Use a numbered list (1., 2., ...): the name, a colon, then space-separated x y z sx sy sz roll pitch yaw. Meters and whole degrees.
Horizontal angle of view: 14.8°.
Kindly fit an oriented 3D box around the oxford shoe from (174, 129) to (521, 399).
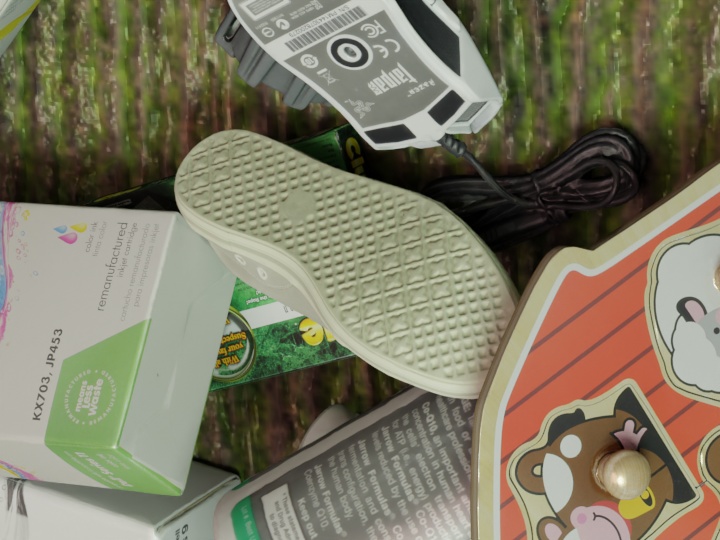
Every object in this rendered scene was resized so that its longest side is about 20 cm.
1. oxford shoe: 0.000 0.000 1.203 0.199 0.075 0.058 30 161 37

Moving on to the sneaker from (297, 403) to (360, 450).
1. sneaker: 0.005 0.167 1.295 0.080 0.070 0.202 13 111 22

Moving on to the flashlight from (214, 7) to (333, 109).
1. flashlight: 0.015 -0.155 1.192 0.201 0.068 0.068 -58 49 34

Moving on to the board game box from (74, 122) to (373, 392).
1. board game box: -0.071 0.004 1.312 0.199 0.023 0.106 -14 97 33

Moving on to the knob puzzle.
1. knob puzzle: 0.130 0.076 1.117 0.030 0.218 0.221 -167 60 -72

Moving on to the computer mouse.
1. computer mouse: 0.024 -0.086 1.179 0.109 0.044 0.200 -21 127 38

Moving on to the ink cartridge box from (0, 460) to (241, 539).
1. ink cartridge box: -0.165 0.153 1.377 0.199 0.084 0.147 16 113 25

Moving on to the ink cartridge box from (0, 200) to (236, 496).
1. ink cartridge box: -0.167 0.032 1.294 0.199 0.067 0.118 3 70 29

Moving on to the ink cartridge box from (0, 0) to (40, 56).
1. ink cartridge box: -0.226 -0.148 1.302 0.145 0.083 0.200 41 122 -1

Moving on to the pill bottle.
1. pill bottle: 0.046 0.100 1.193 0.199 0.113 0.114 -30 90 11
